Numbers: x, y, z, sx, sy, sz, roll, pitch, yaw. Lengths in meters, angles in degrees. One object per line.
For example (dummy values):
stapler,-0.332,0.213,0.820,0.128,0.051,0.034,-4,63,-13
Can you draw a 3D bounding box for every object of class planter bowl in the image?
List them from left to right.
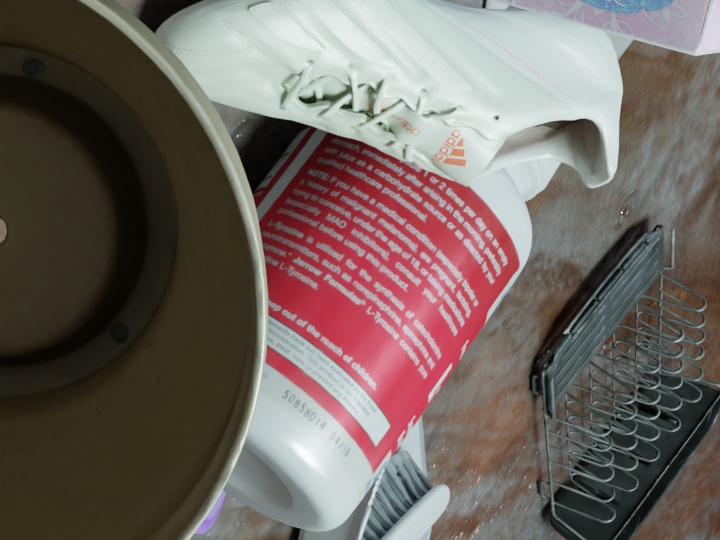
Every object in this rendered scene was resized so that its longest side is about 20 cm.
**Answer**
planter bowl,-0.120,-0.002,0.638,0.135,0.200,0.200,-72,-178,-78

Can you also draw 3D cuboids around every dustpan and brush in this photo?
dustpan and brush,-0.003,0.155,1.111,0.200,0.057,0.140,-47,149,-31

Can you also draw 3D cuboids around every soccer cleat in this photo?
soccer cleat,0.018,-0.071,0.844,0.200,0.078,0.069,1,159,-28

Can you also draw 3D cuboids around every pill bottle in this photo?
pill bottle,0.000,0.000,0.917,0.200,0.112,0.112,-54,152,-19

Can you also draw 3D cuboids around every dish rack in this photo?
dish rack,0.167,0.074,1.361,0.153,0.055,0.200,-50,151,-28

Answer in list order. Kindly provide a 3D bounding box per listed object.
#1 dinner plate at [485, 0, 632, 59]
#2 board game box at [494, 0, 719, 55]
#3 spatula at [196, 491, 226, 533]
dinner plate,0.125,-0.163,1.105,0.200,0.024,0.200,-44,149,-36
board game box,0.084,-0.129,0.855,0.199,0.200,0.043,-13,118,-59
spatula,-0.030,0.030,0.994,0.200,0.021,0.057,-56,151,-18
